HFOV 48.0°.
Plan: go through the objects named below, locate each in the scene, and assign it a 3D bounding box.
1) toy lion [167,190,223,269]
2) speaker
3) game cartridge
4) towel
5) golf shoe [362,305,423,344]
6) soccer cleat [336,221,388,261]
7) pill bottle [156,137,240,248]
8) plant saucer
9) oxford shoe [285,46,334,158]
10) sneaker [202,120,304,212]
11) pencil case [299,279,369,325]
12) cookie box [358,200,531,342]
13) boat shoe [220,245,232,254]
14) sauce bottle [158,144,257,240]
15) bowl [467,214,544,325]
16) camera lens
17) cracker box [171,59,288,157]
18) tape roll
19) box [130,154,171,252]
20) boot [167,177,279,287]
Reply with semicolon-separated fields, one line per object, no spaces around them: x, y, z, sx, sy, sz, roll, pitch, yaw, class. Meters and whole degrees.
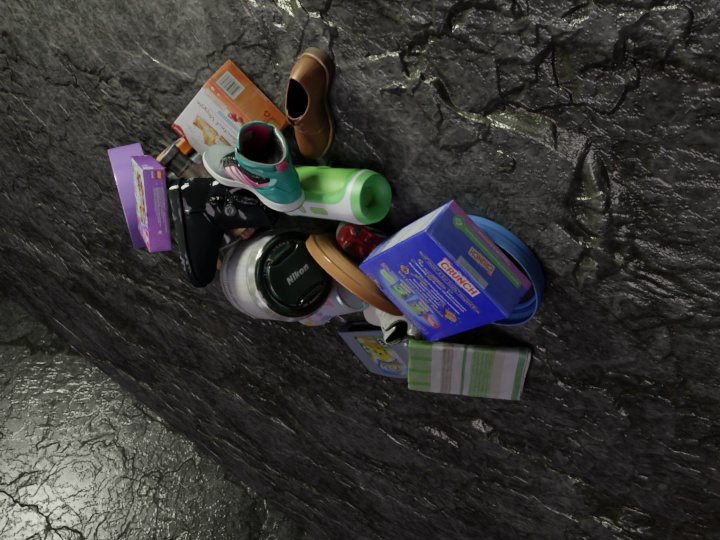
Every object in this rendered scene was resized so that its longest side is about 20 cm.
-0.327;-0.072;1.503;0.200;0.069;0.192;60;175;15;toy lion
-0.050;-0.120;1.262;0.200;0.088;0.089;10;140;42;speaker
0.053;0.154;1.579;0.133;0.041;0.200;48;150;-22;game cartridge
0.180;0.163;1.370;0.199;0.031;0.149;5;140;6;towel
0.055;0.086;1.418;0.078;0.097;0.200;49;151;-19;golf shoe
0.046;-0.024;1.317;0.200;0.069;0.085;30;-165;-17;soccer cleat
-0.282;-0.146;1.475;0.106;0.106;0.200;-7;126;53;pill bottle
0.000;0.000;1.324;0.200;0.032;0.200;35;-167;-9;plant saucer
-0.083;-0.226;1.172;0.071;0.071;0.200;28;150;17;oxford shoe
-0.173;-0.175;1.222;0.200;0.084;0.121;28;146;28;sneaker
-0.056;0.051;1.507;0.200;0.083;0.091;-24;94;57;pencil case
0.118;0.007;1.176;0.171;0.075;0.200;46;151;-10;cookie box
-0.258;-0.064;1.609;0.201;0.060;0.072;15;105;33;boat shoe
-0.257;-0.135;1.393;0.200;0.066;0.066;39;152;-16;sauce bottle
0.182;-0.002;1.208;0.200;0.039;0.201;28;149;19;bowl
-0.151;0.008;1.438;0.160;0.160;0.200;50;158;-19;camera lens
-0.215;-0.238;1.317;0.134;0.058;0.200;44;151;-13;cracker box
-0.440;-0.147;1.594;0.200;0.065;0.201;164;90;-76;tape roll
-0.363;-0.120;1.397;0.200;0.039;0.137;-144;51;-65;box
-0.218;-0.070;1.345;0.168;0.076;0.201;-5;110;9;boot
